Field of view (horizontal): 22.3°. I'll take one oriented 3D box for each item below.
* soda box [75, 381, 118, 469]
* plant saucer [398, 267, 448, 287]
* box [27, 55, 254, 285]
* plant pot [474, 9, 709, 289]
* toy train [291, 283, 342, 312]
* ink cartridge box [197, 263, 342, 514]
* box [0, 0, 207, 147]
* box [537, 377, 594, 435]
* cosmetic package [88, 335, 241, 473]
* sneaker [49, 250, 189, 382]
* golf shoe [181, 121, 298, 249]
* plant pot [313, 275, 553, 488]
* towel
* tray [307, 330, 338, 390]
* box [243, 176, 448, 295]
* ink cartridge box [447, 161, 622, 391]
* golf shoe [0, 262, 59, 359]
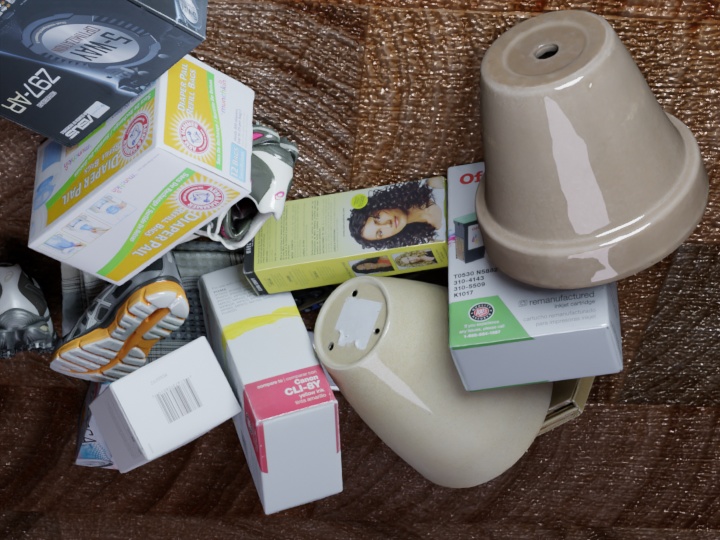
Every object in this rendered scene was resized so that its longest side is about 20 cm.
[{"bbox_3d":[-0.266,0.148,2.013,0.068,0.064,0.200,8,146,-13],"label":"soda box"},{"bbox_3d":[0.117,0.035,1.866,0.198,0.030,0.201,0,148,0],"label":"plant saucer"},{"bbox_3d":[-0.191,-0.088,1.594,0.101,0.113,0.199,25,139,-34],"label":"box"},{"bbox_3d":[0.173,-0.114,1.513,0.198,0.201,0.176,-11,128,17],"label":"plant pot"},{"bbox_3d":[0.000,0.000,1.810,0.199,0.034,0.046,-23,151,32],"label":"toy train"},{"bbox_3d":[-0.087,0.108,1.771,0.083,0.201,0.146,-16,139,-11],"label":"ink cartridge box"},{"bbox_3d":[-0.246,-0.191,1.494,0.159,0.044,0.199,26,139,-34],"label":"box"},{"bbox_3d":[0.171,0.123,1.855,0.163,0.200,0.021,-30,103,28],"label":"box"},{"bbox_3d":[-0.194,0.135,1.784,0.107,0.085,0.200,-28,179,-18],"label":"cosmetic package"},{"bbox_3d":[-0.234,0.046,1.782,0.078,0.078,0.199,22,137,-38],"label":"sneaker"},{"bbox_3d":[-0.138,-0.058,1.666,0.077,0.089,0.199,23,142,-35],"label":"golf shoe"},{"bbox_3d":[0.053,0.085,1.739,0.186,0.189,0.199,-22,143,31],"label":"plant pot"},{"bbox_3d":[-0.205,0.041,1.850,0.198,0.035,0.193,1,141,-3],"label":"towel"},{"bbox_3d":[0.006,0.108,1.988,0.198,0.022,0.108,6,146,-10],"label":"tray"},{"bbox_3d":[-0.010,-0.032,1.720,0.198,0.076,0.050,-10,149,13],"label":"box"},{"bbox_3d":[0.154,-0.004,1.646,0.143,0.202,0.084,-8,144,13],"label":"ink cartridge box"},{"bbox_3d":[-0.345,0.040,1.844,0.077,0.096,0.200,-9,175,-15],"label":"golf shoe"}]
